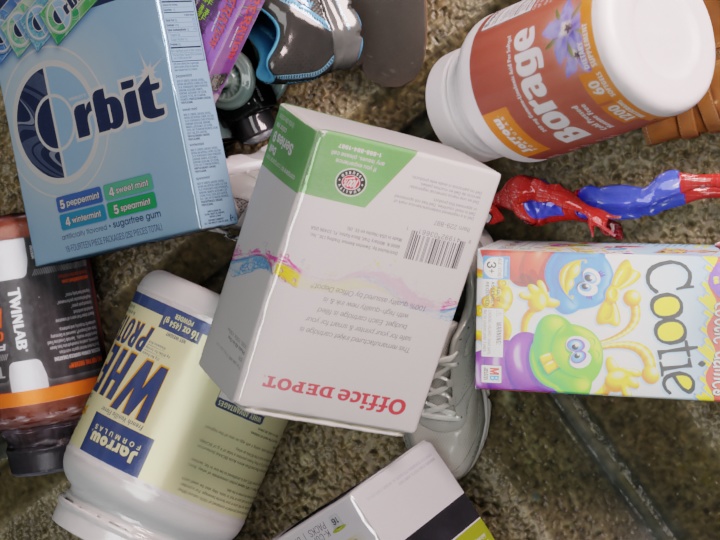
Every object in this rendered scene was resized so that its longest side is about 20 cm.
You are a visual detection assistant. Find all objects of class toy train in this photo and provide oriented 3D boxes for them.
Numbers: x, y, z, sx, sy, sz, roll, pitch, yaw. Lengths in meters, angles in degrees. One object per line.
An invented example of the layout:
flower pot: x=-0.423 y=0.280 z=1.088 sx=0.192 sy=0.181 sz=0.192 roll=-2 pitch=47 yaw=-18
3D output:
toy train: x=-0.137 y=-0.177 z=1.550 sx=0.114 sy=0.085 sz=0.201 roll=-26 pitch=88 yaw=24

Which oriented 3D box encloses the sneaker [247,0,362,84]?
sneaker: x=-0.075 y=-0.227 z=1.489 sx=0.082 sy=0.073 sz=0.200 roll=-24 pitch=77 yaw=-26

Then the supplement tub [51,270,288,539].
supplement tub: x=-0.133 y=0.116 z=1.520 sx=0.145 sy=0.145 sz=0.201 roll=23 pitch=86 yaw=11

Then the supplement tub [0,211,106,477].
supplement tub: x=-0.251 y=0.054 z=1.582 sx=0.107 sy=0.107 sz=0.201 roll=-9 pitch=92 yaw=15

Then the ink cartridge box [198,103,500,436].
ink cartridge box: x=-0.009 y=0.002 z=1.417 sx=0.145 sy=0.087 sz=0.201 roll=11 pitch=102 yaw=-27

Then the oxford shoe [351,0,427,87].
oxford shoe: x=0.012 y=-0.236 z=1.516 sx=0.071 sy=0.071 sz=0.201 roll=-8 pitch=109 yaw=16

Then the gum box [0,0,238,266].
gum box: x=-0.183 y=-0.115 z=1.481 sx=0.169 sy=0.044 sz=0.201 roll=-11 pitch=90 yaw=37

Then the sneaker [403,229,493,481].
sneaker: x=0.056 y=0.063 z=1.514 sx=0.075 sy=0.092 sz=0.201 roll=2 pitch=96 yaw=13

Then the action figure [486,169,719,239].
action figure: x=0.175 y=-0.047 z=1.487 sx=0.199 sy=0.065 sz=0.052 roll=2 pitch=85 yaw=16

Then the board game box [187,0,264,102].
board game box: x=-0.147 y=-0.163 z=1.491 sx=0.120 sy=0.032 sz=0.200 roll=44 pitch=120 yaw=28

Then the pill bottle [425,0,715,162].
pill bottle: x=0.140 y=-0.139 z=1.428 sx=0.200 sy=0.112 sz=0.113 roll=-18 pitch=90 yaw=50

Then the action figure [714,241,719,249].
action figure: x=0.324 y=-0.004 z=1.391 sx=0.199 sy=0.149 sz=0.134 roll=6 pitch=65 yaw=-18

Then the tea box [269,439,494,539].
tea box: x=0.005 y=0.267 z=1.501 sx=0.200 sy=0.134 sz=0.197 roll=-34 pitch=85 yaw=31

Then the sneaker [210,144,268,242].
sneaker: x=-0.089 y=-0.048 z=1.548 sx=0.199 sy=0.075 sz=0.082 roll=-16 pitch=89 yaw=14

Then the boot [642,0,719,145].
boot: x=0.274 y=-0.118 z=1.449 sx=0.155 sy=0.077 sz=0.201 roll=-22 pitch=87 yaw=13

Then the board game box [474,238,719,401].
board game box: x=0.190 y=0.034 z=1.471 sx=0.199 sy=0.105 sz=0.103 roll=2 pitch=95 yaw=14
